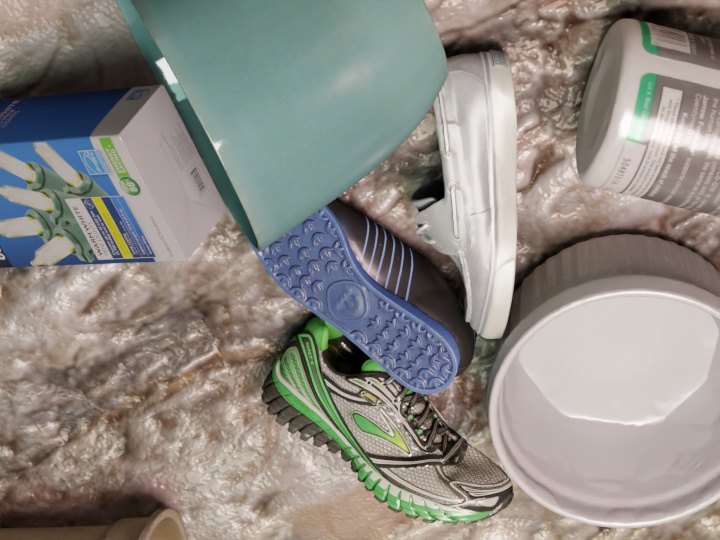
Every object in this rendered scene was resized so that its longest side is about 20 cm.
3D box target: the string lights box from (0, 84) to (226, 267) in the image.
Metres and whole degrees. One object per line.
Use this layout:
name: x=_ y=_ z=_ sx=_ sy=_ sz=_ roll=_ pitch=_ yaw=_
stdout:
string lights box: x=-0.196 y=-0.059 z=1.566 sx=0.199 sy=0.059 sz=0.103 roll=-2 pitch=127 yaw=36

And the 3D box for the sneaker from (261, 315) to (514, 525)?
sneaker: x=0.023 y=0.106 z=1.672 sx=0.199 sy=0.078 sz=0.085 roll=33 pitch=117 yaw=14

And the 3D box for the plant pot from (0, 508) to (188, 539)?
plant pot: x=-0.237 y=0.267 z=1.758 sx=0.182 sy=0.201 sz=0.201 roll=5 pitch=123 yaw=11

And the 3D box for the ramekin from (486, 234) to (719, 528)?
ramekin: x=0.185 y=0.069 z=1.666 sx=0.199 sy=0.105 sz=0.201 roll=0 pitch=123 yaw=0

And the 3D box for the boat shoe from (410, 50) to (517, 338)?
boat shoe: x=0.069 y=-0.050 z=1.608 sx=0.071 sy=0.070 sz=0.202 roll=-1 pitch=110 yaw=0

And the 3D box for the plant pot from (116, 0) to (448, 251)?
plant pot: x=-0.042 y=-0.137 z=1.490 sx=0.160 sy=0.201 sz=0.201 roll=-29 pitch=120 yaw=-5

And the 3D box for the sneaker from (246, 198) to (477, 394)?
sneaker: x=0.000 y=0.000 z=1.652 sx=0.200 sy=0.078 sz=0.070 roll=46 pitch=116 yaw=-1

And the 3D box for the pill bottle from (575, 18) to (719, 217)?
pill bottle: x=0.250 y=-0.089 z=1.561 sx=0.199 sy=0.113 sz=0.114 roll=13 pitch=121 yaw=-7
